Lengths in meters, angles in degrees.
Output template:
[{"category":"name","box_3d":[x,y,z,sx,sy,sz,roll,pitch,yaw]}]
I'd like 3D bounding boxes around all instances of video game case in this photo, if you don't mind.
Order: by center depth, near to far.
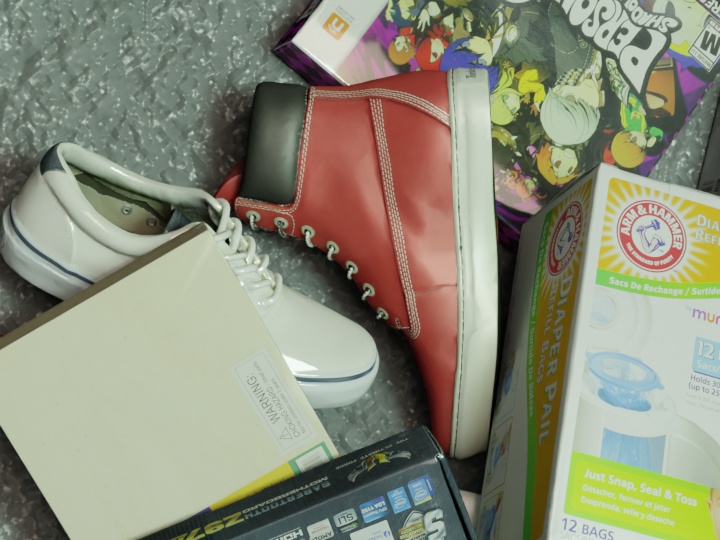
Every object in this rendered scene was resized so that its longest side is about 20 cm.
[{"category":"video game case","box_3d":[0.083,-0.123,1.405,0.200,0.036,0.181,40,73,-11]}]

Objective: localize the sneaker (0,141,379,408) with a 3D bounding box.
[{"category":"sneaker","box_3d":[-0.077,0.003,1.290,0.200,0.071,0.073,23,37,-9]}]

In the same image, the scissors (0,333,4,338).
[{"category":"scissors","box_3d":[-0.236,0.097,1.271,0.073,0.014,0.200,37,73,-15]}]

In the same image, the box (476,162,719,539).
[{"category":"box","box_3d":[0.134,0.064,1.311,0.112,0.101,0.200,16,68,-15]}]

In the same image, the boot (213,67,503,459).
[{"category":"boot","box_3d":[0.000,0.000,1.350,0.144,0.072,0.201,-4,101,3]}]

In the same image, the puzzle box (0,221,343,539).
[{"category":"puzzle box","box_3d":[-0.082,0.094,1.269,0.133,0.025,0.200,-30,105,-3]}]

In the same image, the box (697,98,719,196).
[{"category":"box","box_3d":[0.285,-0.026,1.454,0.200,0.060,0.117,20,77,-17]}]

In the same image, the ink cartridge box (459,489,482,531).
[{"category":"ink cartridge box","box_3d":[-0.003,0.181,1.339,0.200,0.047,0.160,14,78,-1]}]

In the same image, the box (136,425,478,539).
[{"category":"box","box_3d":[-0.030,0.184,1.257,0.200,0.051,0.158,-21,108,-3]}]
